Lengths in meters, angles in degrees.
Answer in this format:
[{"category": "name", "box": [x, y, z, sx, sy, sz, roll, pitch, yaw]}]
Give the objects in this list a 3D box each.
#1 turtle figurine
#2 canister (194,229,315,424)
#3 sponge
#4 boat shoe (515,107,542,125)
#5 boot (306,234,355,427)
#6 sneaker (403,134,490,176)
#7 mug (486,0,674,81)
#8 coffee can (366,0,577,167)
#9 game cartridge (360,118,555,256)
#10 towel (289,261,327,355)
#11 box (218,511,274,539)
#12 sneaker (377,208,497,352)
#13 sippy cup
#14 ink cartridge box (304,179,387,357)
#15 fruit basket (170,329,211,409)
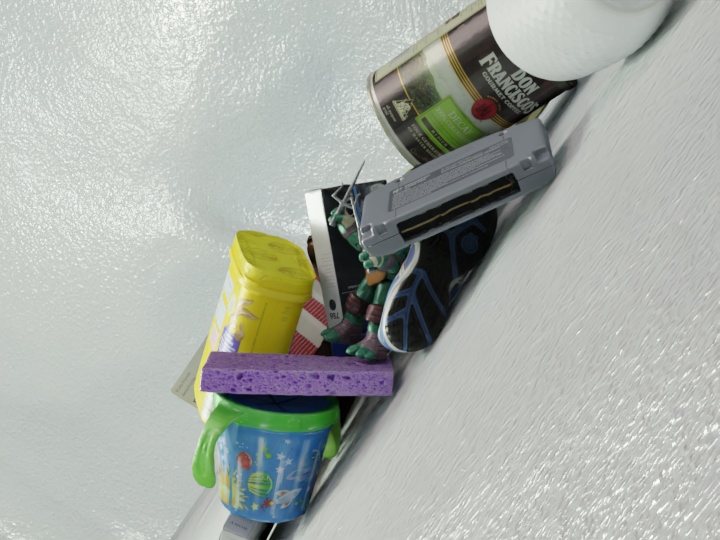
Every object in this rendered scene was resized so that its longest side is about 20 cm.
[{"category": "turtle figurine", "box": [0.016, -0.011, 1.496, 0.150, 0.100, 0.201, -142, 63, -75]}, {"category": "canister", "box": [-0.126, 0.072, 1.598, 0.149, 0.086, 0.201, -120, 46, -66]}, {"category": "sponge", "box": [-0.066, 0.109, 1.464, 0.112, 0.199, 0.030, -89, 1, -85]}, {"category": "boat shoe", "box": [0.169, -0.178, 1.816, 0.200, 0.068, 0.075, -56, 3, 23]}, {"category": "boot", "box": [-0.047, 0.085, 1.612, 0.064, 0.187, 0.200, -8, 38, 49]}, {"category": "sneaker", "box": [0.119, -0.114, 1.548, 0.081, 0.074, 0.200, -45, -11, 34]}, {"category": "mug", "box": [0.188, -0.272, 1.269, 0.148, 0.200, 0.175, -62, 10, -7]}, {"category": "coffee can", "box": [0.128, -0.222, 1.611, 0.200, 0.147, 0.146, -32, 13, 24]}, {"category": "game cartridge", "box": [0.096, -0.085, 1.379, 0.199, 0.041, 0.133, -23, 23, 13]}, {"category": "towel", "box": [-0.052, 0.062, 1.735, 0.200, 0.144, 0.023, -41, -27, -25]}, {"category": "box", "box": [-0.123, 0.287, 1.609, 0.200, 0.036, 0.145, -58, -12, -54]}, {"category": "sneaker", "box": [0.072, -0.003, 1.437, 0.200, 0.076, 0.077, -56, 7, -19]}, {"category": "sippy cup", "box": [-0.097, 0.194, 1.488, 0.140, 0.177, 0.131, -138, 54, -71]}, {"category": "ink cartridge box", "box": [0.000, 0.000, 1.597, 0.099, 0.201, 0.039, -12, 4, -37]}, {"category": "fruit basket", "box": [-0.107, 0.132, 1.739, 0.185, 0.200, 0.094, -58, 2, -38]}]
